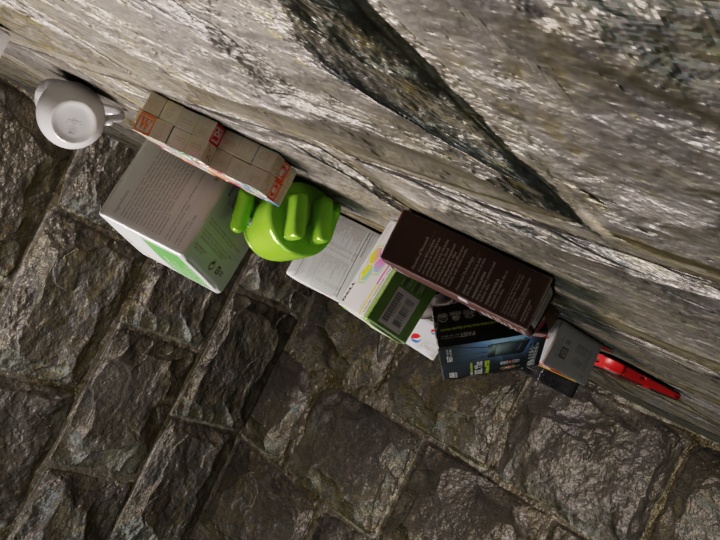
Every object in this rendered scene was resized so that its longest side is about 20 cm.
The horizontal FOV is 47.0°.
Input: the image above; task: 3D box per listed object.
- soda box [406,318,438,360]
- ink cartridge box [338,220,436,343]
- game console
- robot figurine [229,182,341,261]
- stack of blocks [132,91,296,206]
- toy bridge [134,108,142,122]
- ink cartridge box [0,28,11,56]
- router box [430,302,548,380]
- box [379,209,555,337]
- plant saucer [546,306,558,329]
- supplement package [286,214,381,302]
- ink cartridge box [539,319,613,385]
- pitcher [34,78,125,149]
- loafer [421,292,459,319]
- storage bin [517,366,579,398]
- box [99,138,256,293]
[{"bbox_3d":[0.142,0.077,1.486,0.063,0.068,0.200,31,-151,4],"label":"soda box"},{"bbox_3d":[0.031,0.006,1.209,0.076,0.148,0.200,34,175,-27],"label":"ink cartridge box"},{"bbox_3d":[0.522,0.200,1.669,0.176,0.031,0.200,23,180,-15],"label":"game console"},{"bbox_3d":[-0.115,-0.074,1.305,0.175,0.116,0.200,5,174,-27],"label":"robot figurine"},{"bbox_3d":[-0.200,-0.167,1.151,0.199,0.059,0.115,27,178,16],"label":"stack of blocks"},{"bbox_3d":[-0.337,-0.242,1.500,0.067,0.027,0.200,25,178,11],"label":"toy bridge"},{"bbox_3d":[-0.650,-0.381,1.224,0.146,0.086,0.200,26,176,26],"label":"ink cartridge box"},{"bbox_3d":[0.182,0.097,1.182,0.149,0.062,0.200,-9,159,5],"label":"router box"},{"bbox_3d":[0.133,0.004,1.014,0.199,0.075,0.100,28,179,18],"label":"box"},{"bbox_3d":[0.214,0.082,1.325,0.199,0.035,0.200,6,162,2],"label":"plant saucer"},{"bbox_3d":[0.000,0.000,1.565,0.199,0.148,0.191,28,179,14],"label":"supplement package"},{"bbox_3d":[0.322,0.126,1.490,0.175,0.084,0.200,28,177,-37],"label":"ink cartridge box"},{"bbox_3d":[-0.525,-0.298,1.568,0.171,0.122,0.200,5,-161,-25],"label":"pitcher"},{"bbox_3d":[0.115,0.021,1.202,0.071,0.073,0.200,47,153,-5],"label":"loafer"},{"bbox_3d":[0.676,0.366,2.949,0.199,0.094,0.135,27,178,-29],"label":"storage bin"},{"bbox_3d":[-0.278,-0.106,1.370,0.171,0.201,0.199,27,167,17],"label":"box"}]
